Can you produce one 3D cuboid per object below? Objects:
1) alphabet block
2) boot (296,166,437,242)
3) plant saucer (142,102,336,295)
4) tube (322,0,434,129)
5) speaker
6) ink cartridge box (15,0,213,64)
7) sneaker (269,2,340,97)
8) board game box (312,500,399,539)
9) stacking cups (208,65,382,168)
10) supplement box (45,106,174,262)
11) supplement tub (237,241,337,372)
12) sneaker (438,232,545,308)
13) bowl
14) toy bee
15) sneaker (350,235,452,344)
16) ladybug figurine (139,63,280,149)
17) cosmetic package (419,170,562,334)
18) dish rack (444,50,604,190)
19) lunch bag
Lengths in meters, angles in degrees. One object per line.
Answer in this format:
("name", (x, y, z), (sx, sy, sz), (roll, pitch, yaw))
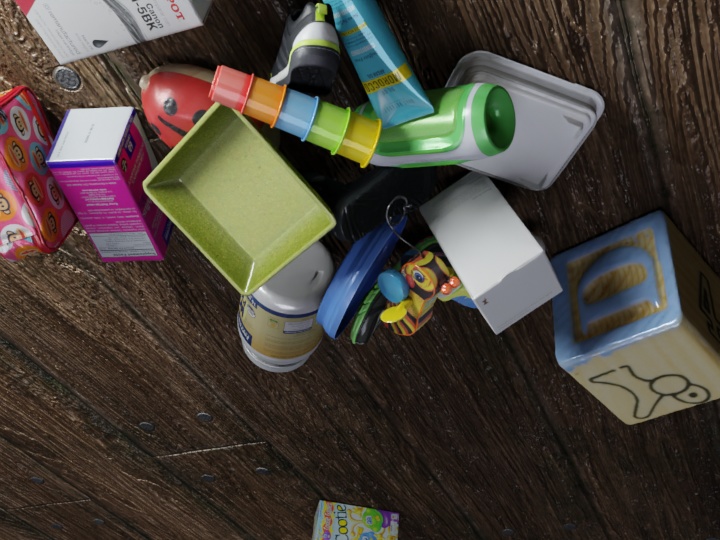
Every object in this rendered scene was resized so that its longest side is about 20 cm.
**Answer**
("alphabet block", (0.405, 0.073, 1.221), (0.193, 0.200, 0.199), (-24, 132, 35))
("boot", (-0.016, -0.113, 1.146), (0.166, 0.199, 0.078), (19, 133, 43))
("plant saucer", (-0.147, -0.094, 1.068), (0.200, 0.048, 0.199), (47, 127, -10))
("tube", (0.010, -0.255, 0.949), (0.076, 0.051, 0.202), (-6, 123, 45))
("speaker", (0.082, -0.172, 1.020), (0.197, 0.090, 0.089), (1, 146, 40))
("ink cartridge box", (-0.276, -0.326, 0.930), (0.196, 0.084, 0.148), (-9, 138, 20))
("sneaker", (-0.058, -0.253, 0.979), (0.070, 0.085, 0.200), (2, 179, -17))
("board game box", (-0.014, 0.635, 2.049), (0.195, 0.107, 0.104), (10, 141, -5))
("stacking cups", (-0.074, -0.182, 0.976), (0.196, 0.061, 0.061), (21, 140, -12))
("supplement box", (-0.338, -0.114, 1.186), (0.101, 0.103, 0.202), (-1, 141, 8))
("supplement tub", (-0.117, 0.053, 1.321), (0.141, 0.147, 0.202), (11, 141, -5))
("sneaker", (0.206, 0.003, 1.279), (0.197, 0.077, 0.104), (-19, 147, 39))
("bowl", (0.000, 0.000, 1.204), (0.039, 0.202, 0.202), (30, 141, 6))
("toy bee", (0.075, 0.021, 1.114), (0.108, 0.131, 0.201), (32, 161, 30))
("sneaker", (0.063, 0.038, 1.241), (0.084, 0.200, 0.077), (45, 172, 6))
("ladybug figurine", (-0.196, -0.186, 1.098), (0.197, 0.073, 0.136), (26, 138, -21))
("cosmetic package", (0.165, -0.031, 1.110), (0.106, 0.202, 0.085), (-32, 132, 7))
("dish rack", (0.189, -0.175, 1.075), (0.196, 0.044, 0.173), (17, 141, -10))
("lunch bag", (-0.445, -0.131, 1.124), (0.080, 0.177, 0.204), (-12, 117, 9))
